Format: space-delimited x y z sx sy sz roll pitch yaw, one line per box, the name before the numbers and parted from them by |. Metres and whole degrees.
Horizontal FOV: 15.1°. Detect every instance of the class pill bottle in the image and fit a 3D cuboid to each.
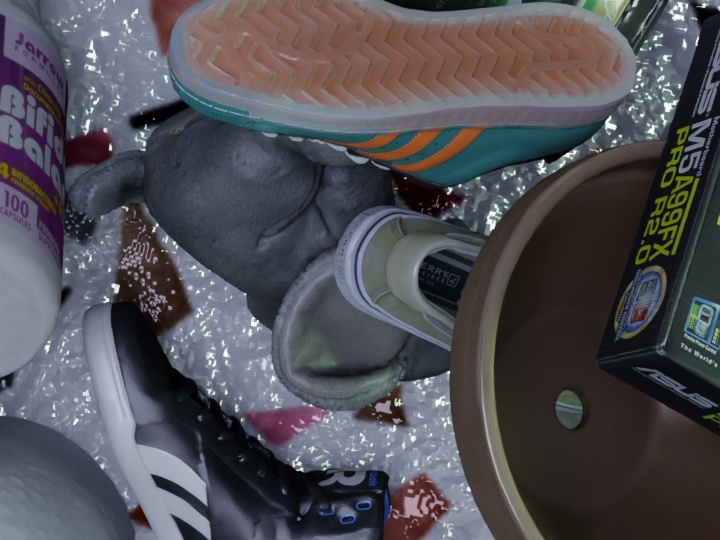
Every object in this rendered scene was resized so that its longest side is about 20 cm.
pill bottle | -0.187 -0.056 1.216 0.112 0.112 0.200 -10 51 8

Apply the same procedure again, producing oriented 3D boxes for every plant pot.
plant pot | 0.108 0.053 1.113 0.201 0.093 0.201 6 78 -30

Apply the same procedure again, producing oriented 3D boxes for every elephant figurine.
elephant figurine | 0.000 0.000 1.241 0.155 0.142 0.200 -14 111 36

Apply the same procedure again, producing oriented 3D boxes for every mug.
mug | -0.196 0.125 1.243 0.148 0.175 0.200 -14 93 8

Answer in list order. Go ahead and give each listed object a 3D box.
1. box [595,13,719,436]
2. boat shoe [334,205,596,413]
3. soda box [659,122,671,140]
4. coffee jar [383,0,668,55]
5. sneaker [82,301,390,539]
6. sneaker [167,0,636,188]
box | 0.204 0.007 1.097 0.200 0.044 0.160 30 68 -23
boat shoe | 0.080 0.025 1.196 0.200 0.062 0.072 16 96 -32
soda box | 0.218 0.003 1.202 0.200 0.068 0.063 16 130 -9
coffee jar | 0.050 -0.145 1.188 0.085 0.200 0.104 39 100 46
sneaker | -0.048 0.092 1.280 0.112 0.073 0.200 -20 100 5
sneaker | 0.012 -0.069 1.136 0.200 0.080 0.071 3 57 -19
